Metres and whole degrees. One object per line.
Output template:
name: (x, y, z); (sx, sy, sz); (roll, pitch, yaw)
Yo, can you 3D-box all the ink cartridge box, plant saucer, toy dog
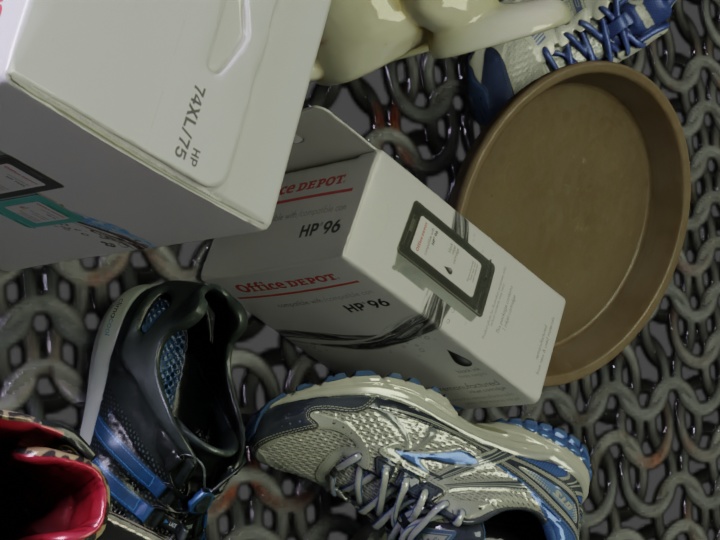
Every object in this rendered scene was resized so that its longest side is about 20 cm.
ink cartridge box: (0.000, 0.000, 1.083); (0.200, 0.116, 0.068); (37, 60, -34)
plant saucer: (0.122, -0.029, 1.226); (0.200, 0.029, 0.201); (-14, 113, -36)
ink cartridge box: (-0.136, -0.101, 0.907); (0.146, 0.200, 0.147); (30, 65, -37)
toy dog: (0.003, -0.212, 1.119); (0.193, 0.140, 0.200); (-16, 99, -7)

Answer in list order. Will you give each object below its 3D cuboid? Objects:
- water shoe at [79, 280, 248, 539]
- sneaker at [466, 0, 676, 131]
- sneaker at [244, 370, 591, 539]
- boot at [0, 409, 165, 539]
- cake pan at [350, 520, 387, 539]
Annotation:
water shoe: (-0.099, 0.103, 1.001); (0.071, 0.079, 0.201); (10, 79, -42)
sneaker: (0.141, -0.154, 1.256); (0.200, 0.088, 0.075); (-53, 121, -32)
sneaker: (0.035, 0.114, 1.087); (0.200, 0.077, 0.085); (13, 53, -16)
boot: (-0.144, 0.113, 0.882); (0.200, 0.151, 0.073); (24, 67, -21)
cake pan: (0.048, 0.218, 1.156); (0.200, 0.037, 0.201); (7, 80, -43)
